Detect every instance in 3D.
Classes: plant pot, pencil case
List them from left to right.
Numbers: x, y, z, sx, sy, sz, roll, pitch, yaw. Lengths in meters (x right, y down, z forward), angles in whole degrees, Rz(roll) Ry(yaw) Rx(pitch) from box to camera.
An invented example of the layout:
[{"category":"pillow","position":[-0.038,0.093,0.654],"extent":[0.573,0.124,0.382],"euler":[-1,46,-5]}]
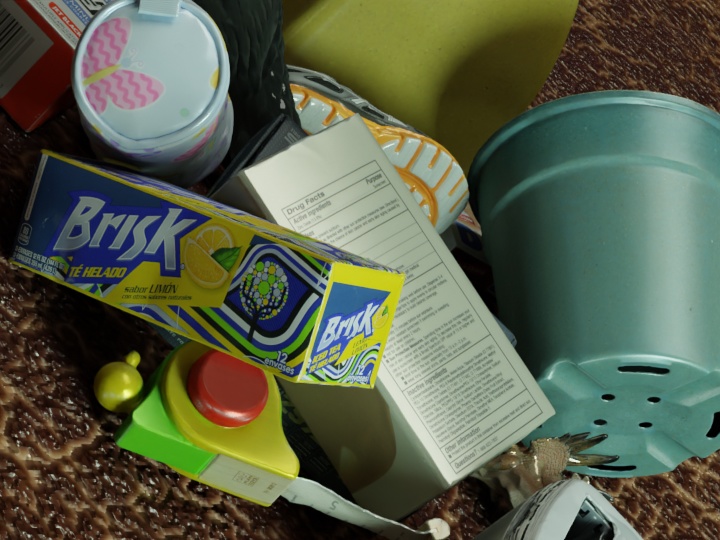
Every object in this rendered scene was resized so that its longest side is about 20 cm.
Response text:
[{"category":"pencil case","position":[-0.111,-0.096,1.302],"extent":[0.083,0.091,0.200],"euler":[23,-4,-1]},{"category":"plant pot","position":[0.051,-0.213,1.727],"extent":[0.194,0.200,0.196],"euler":[35,25,-28]},{"category":"plant pot","position":[0.173,0.018,1.576],"extent":[0.200,0.200,0.196],"euler":[31,44,-35]}]

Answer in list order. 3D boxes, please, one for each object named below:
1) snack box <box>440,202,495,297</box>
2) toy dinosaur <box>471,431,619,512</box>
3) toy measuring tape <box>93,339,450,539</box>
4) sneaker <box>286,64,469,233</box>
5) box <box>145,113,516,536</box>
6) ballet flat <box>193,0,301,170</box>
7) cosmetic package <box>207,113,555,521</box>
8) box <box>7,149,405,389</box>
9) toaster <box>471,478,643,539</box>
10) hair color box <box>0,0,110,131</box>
[{"category":"snack box","position":[0.119,0.001,1.727],"extent":[0.200,0.024,0.072],"euler":[28,32,-39]},{"category":"toy dinosaur","position":[0.142,0.171,1.429],"extent":[0.200,0.086,0.136],"euler":[52,16,-5]},{"category":"toy measuring tape","position":[-0.042,0.083,1.218],"extent":[0.200,0.074,0.074],"euler":[22,30,-16]},{"category":"sneaker","position":[-0.005,-0.085,1.588],"extent":[0.200,0.078,0.077],"euler":[32,18,-37]},{"category":"box","position":[-0.018,0.029,1.350],"extent":[0.200,0.051,0.158],"euler":[44,44,-8]},{"category":"ballet flat","position":[-0.076,-0.124,1.471],"extent":[0.057,0.066,0.200],"euler":[-141,-141,-78]},{"category":"cosmetic package","position":[0.003,0.027,1.279],"extent":[0.105,0.071,0.200],"euler":[-28,83,-43]},{"category":"box","position":[-0.081,-0.002,1.204],"extent":[0.200,0.064,0.070],"euler":[20,6,33]},{"category":"toaster","position":[0.083,0.192,1.224],"extent":[0.114,0.129,0.200],"euler":[49,23,0]},{"category":"hair color box","position":[-0.180,-0.164,1.414],"extent":[0.111,0.064,0.200],"euler":[46,22,-3]}]
